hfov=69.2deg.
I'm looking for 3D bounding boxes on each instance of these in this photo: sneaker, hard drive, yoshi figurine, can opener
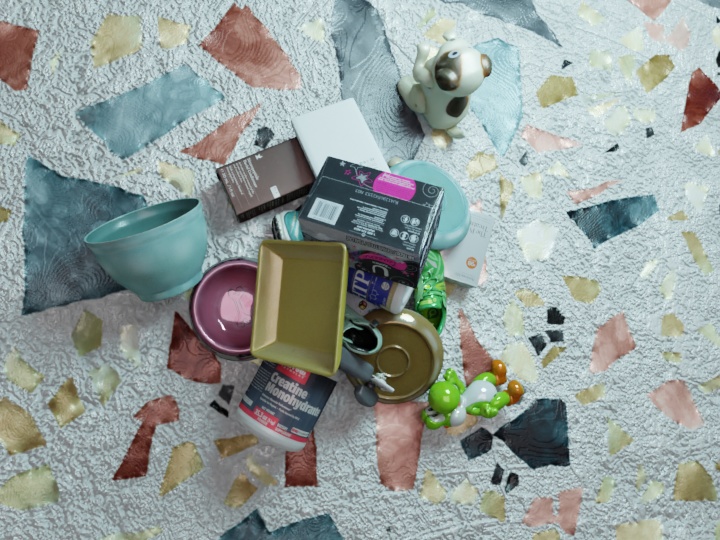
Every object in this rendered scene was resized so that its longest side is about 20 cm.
[{"bbox_3d":[-0.046,0.079,0.906,0.199,0.118,0.074,30,85,2],"label":"sneaker"},{"bbox_3d":[-0.033,-0.218,0.975,0.131,0.027,0.202,-22,73,-11],"label":"hard drive"},{"bbox_3d":[-0.110,-0.021,1.008,0.079,0.077,0.202,-15,86,-19],"label":"sneaker"},{"bbox_3d":[0.209,0.238,1.006,0.198,0.112,0.113,-20,87,-15],"label":"yoshi figurine"},{"bbox_3d":[0.134,0.036,1.002,0.073,0.084,0.202,-13,109,7],"label":"sneaker"},{"bbox_3d":[-0.007,0.184,0.915,0.200,0.052,0.067,47,61,-42],"label":"can opener"}]

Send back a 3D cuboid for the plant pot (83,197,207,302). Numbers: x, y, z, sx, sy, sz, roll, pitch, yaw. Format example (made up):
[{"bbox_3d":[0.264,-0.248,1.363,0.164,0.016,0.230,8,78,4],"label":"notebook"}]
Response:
[{"bbox_3d":[-0.356,-0.030,0.921,0.198,0.200,0.135,-20,114,-11],"label":"plant pot"}]

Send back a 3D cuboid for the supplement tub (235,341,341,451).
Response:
[{"bbox_3d":[-0.121,0.206,0.944,0.139,0.140,0.201,29,80,-5],"label":"supplement tub"}]

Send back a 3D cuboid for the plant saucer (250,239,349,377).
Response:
[{"bbox_3d":[-0.092,0.054,0.850,0.048,0.198,0.203,4,91,-51],"label":"plant saucer"}]

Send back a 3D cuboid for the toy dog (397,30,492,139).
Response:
[{"bbox_3d":[0.170,-0.368,1.026,0.138,0.200,0.196,-12,85,-10],"label":"toy dog"}]

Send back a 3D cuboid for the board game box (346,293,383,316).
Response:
[{"bbox_3d":[0.000,0.000,1.018,0.125,0.035,0.202,-15,86,13],"label":"board game box"}]

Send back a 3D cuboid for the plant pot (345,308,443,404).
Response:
[{"bbox_3d":[0.061,0.169,0.995,0.197,0.028,0.202,1,105,2],"label":"plant pot"}]

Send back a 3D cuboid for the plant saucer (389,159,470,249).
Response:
[{"bbox_3d":[0.133,-0.135,1.007,0.198,0.027,0.202,11,61,-21],"label":"plant saucer"}]

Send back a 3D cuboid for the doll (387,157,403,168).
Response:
[{"bbox_3d":[0.019,-0.172,1.028,0.136,0.049,0.200,38,56,20],"label":"doll"}]

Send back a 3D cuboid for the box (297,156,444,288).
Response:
[{"bbox_3d":[0.019,-0.075,0.836,0.198,0.115,0.133,17,65,13],"label":"box"}]

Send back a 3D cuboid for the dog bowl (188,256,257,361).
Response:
[{"bbox_3d":[-0.224,0.069,0.977,0.198,0.074,0.203,1,84,-9],"label":"dog bowl"}]

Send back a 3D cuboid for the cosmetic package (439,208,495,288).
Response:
[{"bbox_3d":[0.160,-0.065,1.067,0.198,0.052,0.152,18,84,-7],"label":"cosmetic package"}]

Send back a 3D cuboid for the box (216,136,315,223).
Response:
[{"bbox_3d":[-0.167,-0.180,1.015,0.198,0.075,0.101,-26,87,-13],"label":"box"}]

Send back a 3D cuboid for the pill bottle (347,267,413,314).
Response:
[{"bbox_3d":[0.002,-0.015,0.938,0.198,0.120,0.121,24,80,14],"label":"pill bottle"}]
